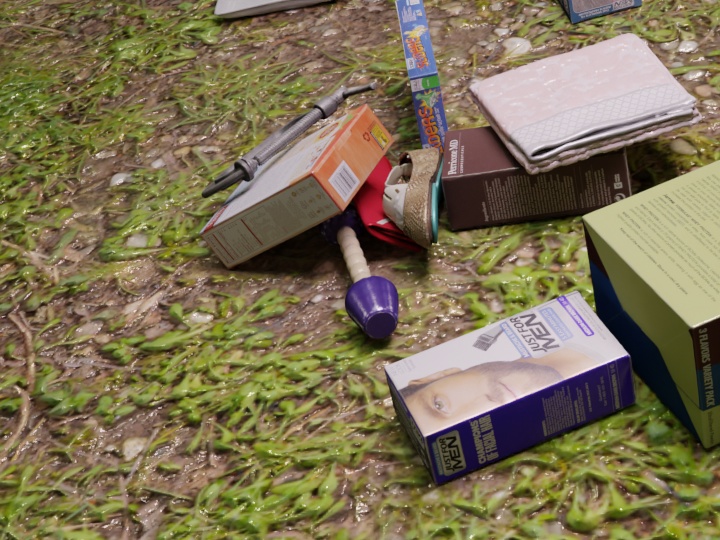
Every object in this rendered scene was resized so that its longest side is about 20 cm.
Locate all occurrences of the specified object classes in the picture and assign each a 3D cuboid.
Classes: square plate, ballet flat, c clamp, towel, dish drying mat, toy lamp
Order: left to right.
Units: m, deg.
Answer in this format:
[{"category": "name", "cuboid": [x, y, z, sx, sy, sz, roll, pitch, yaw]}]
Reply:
[{"category": "c clamp", "cuboid": [-0.092, -0.147, 1.599, 0.200, 0.027, 0.170, -40, 13, -20]}, {"category": "square plate", "cuboid": [-0.110, -0.436, 2.133, 0.197, 0.029, 0.199, -8, 35, 9]}, {"category": "toy lamp", "cuboid": [0.000, 0.000, 1.474, 0.058, 0.059, 0.201, -16, 36, -3]}, {"category": "dish drying mat", "cuboid": [0.018, -0.089, 1.588, 0.076, 0.018, 0.201, 16, 28, -23]}, {"category": "ballet flat", "cuboid": [0.056, -0.077, 1.529, 0.064, 0.071, 0.200, 3, 22, 5]}, {"category": "towel", "cuboid": [0.236, -0.183, 1.524, 0.198, 0.033, 0.192, -17, 34, -5]}]

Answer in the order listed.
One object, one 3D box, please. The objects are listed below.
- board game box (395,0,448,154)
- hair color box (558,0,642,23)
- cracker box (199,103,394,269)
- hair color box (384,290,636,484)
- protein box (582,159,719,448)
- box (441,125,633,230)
[{"category": "board game box", "cuboid": [0.076, -0.217, 1.674, 0.034, 0.137, 0.201, -11, 35, 4]}, {"category": "hair color box", "cuboid": [0.302, -0.412, 1.922, 0.099, 0.061, 0.201, -15, 36, 0]}, {"category": "cracker box", "cuboid": [-0.070, -0.089, 1.548, 0.199, 0.058, 0.134, -23, 23, 43]}, {"category": "hair color box", "cuboid": [0.133, 0.102, 1.281, 0.198, 0.065, 0.110, -22, 36, -8]}, {"category": "protein box", "cuboid": [0.335, 0.015, 1.262, 0.198, 0.136, 0.199, -22, 35, -9]}, {"category": "box", "cuboid": [0.190, -0.111, 1.543, 0.197, 0.076, 0.101, -9, 35, 12]}]
